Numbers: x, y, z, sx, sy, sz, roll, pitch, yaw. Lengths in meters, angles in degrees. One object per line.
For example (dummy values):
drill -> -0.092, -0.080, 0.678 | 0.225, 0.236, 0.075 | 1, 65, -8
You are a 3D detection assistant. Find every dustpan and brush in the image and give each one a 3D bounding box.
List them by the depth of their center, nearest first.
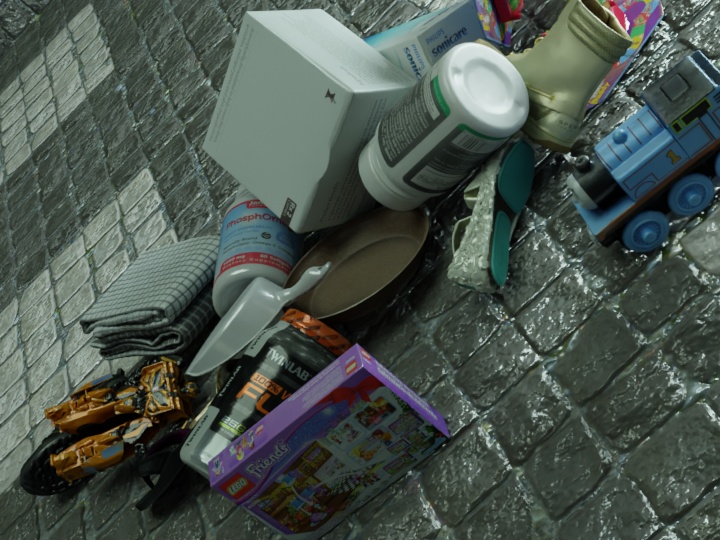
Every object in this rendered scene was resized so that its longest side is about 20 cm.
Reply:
dustpan and brush -> -0.106, 0.041, 1.438 | 0.200, 0.057, 0.140 | -48, 8, 33

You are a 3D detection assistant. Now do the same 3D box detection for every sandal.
sandal -> -0.218, 0.209, 1.470 | 0.200, 0.048, 0.075 | -52, -2, 39

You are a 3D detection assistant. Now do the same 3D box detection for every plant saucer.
plant saucer -> 0.000, 0.000, 1.468 | 0.200, 0.037, 0.200 | -28, 26, 15

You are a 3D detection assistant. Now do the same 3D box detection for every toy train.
toy train -> 0.281, -0.106, 1.189 | 0.200, 0.114, 0.087 | -39, 32, 15

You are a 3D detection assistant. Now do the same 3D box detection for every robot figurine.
robot figurine -> -0.295, 0.182, 1.593 | 0.200, 0.058, 0.145 | -25, 56, 9

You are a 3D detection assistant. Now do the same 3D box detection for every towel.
towel -> -0.260, 0.042, 1.694 | 0.200, 0.086, 0.166 | -12, 30, 43

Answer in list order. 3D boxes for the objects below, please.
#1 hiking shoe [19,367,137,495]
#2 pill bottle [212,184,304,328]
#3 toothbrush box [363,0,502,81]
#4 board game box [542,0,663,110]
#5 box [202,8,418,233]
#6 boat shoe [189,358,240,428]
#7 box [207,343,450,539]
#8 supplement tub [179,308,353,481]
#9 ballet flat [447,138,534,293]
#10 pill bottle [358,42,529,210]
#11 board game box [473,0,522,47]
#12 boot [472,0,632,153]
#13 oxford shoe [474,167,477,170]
hiking shoe -> -0.374, 0.218, 1.701 | 0.200, 0.076, 0.101 | -43, 22, -8
pill bottle -> -0.126, -0.027, 1.610 | 0.109, 0.109, 0.200 | -31, 36, 26
toothbrush box -> 0.055, -0.261, 1.619 | 0.200, 0.085, 0.146 | -14, 20, 44
board game box -> 0.253, -0.262, 1.464 | 0.200, 0.039, 0.158 | -55, 32, -8
box -> -0.062, -0.185, 1.544 | 0.200, 0.131, 0.199 | 42, 124, 29
boat shoe -> -0.135, 0.131, 1.488 | 0.200, 0.069, 0.074 | -41, 32, 12
box -> -0.031, 0.176, 1.247 | 0.200, 0.137, 0.039 | -39, 33, 15
supplement tub -> -0.092, 0.149, 1.366 | 0.122, 0.122, 0.200 | 13, 66, 55
ballet flat -> 0.134, -0.063, 1.359 | 0.072, 0.072, 0.200 | -17, 42, 41
pill bottle -> 0.086, -0.152, 1.400 | 0.200, 0.113, 0.113 | -40, 27, 50
board game box -> 0.174, -0.356, 1.539 | 0.039, 0.200, 0.158 | -7, 91, 21
boot -> 0.204, -0.243, 1.405 | 0.156, 0.073, 0.200 | -61, 40, 25
oxford shoe -> 0.077, -0.151, 1.536 | 0.200, 0.071, 0.074 | 0, 61, 52
